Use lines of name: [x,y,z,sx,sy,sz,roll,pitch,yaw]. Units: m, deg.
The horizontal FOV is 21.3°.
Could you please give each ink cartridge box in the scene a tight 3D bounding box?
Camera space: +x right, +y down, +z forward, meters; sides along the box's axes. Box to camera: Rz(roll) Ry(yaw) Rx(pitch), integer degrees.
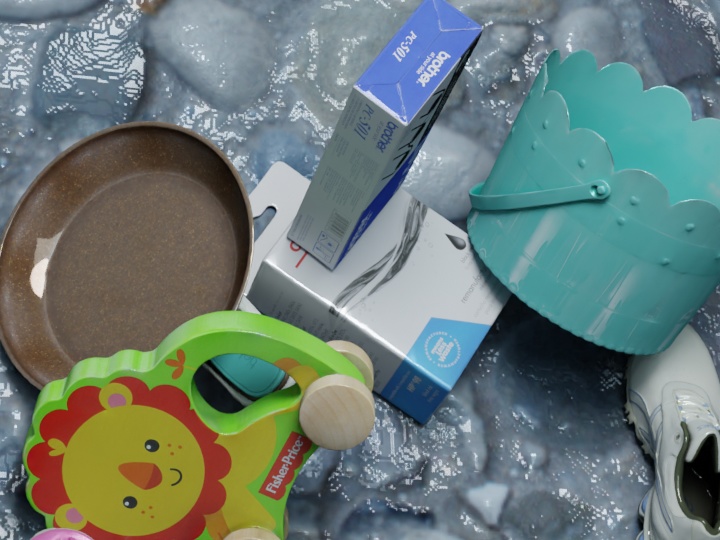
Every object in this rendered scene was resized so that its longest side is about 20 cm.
ink cartridge box: [0.000,0.000,1.362,0.199,0.067,0.116,34,61,2]
ink cartridge box: [0.013,-0.086,1.253,0.044,0.200,0.094,36,61,4]

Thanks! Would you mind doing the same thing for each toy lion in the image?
toy lion: [-0.112,0.109,1.222,0.190,0.201,0.069,25,23,-12]

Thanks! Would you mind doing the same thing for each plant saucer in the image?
plant saucer: [-0.154,-0.001,1.291,0.199,0.037,0.202,-9,68,22]

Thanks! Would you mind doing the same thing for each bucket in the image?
bucket: [0.181,-0.048,1.356,0.206,0.135,0.208,26,25,-13]

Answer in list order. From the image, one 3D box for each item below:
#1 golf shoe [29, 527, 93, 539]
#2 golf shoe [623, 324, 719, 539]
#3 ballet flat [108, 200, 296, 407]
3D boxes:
golf shoe: [-0.170,0.255,1.195,0.075,0.091,0.202,-11,92,-13]
golf shoe: [0.238,0.117,1.362,0.078,0.097,0.202,5,63,-12]
ballet flat: [-0.103,0.030,1.315,0.069,0.070,0.200,-30,57,-26]
